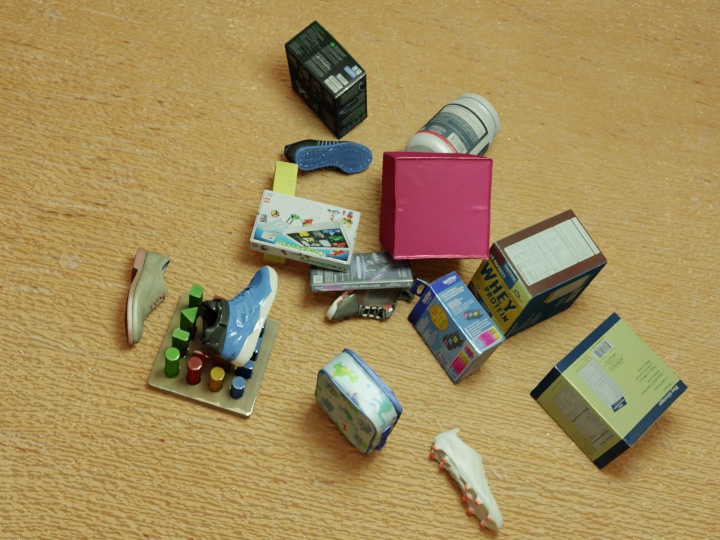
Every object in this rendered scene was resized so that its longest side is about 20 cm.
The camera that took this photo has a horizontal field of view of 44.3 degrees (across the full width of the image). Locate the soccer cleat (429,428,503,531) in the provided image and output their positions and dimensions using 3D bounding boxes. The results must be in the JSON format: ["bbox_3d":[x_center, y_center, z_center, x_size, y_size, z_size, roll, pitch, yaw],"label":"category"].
[{"bbox_3d":[0.207,0.379,1.622,0.077,0.070,0.201,-25,67,-28],"label":"soccer cleat"}]

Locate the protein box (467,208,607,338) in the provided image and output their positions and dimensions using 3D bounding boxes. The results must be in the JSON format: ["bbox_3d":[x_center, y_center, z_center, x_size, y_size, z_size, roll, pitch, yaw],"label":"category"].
[{"bbox_3d":[0.349,0.013,1.783,0.198,0.199,0.136,-22,67,-23],"label":"protein box"}]

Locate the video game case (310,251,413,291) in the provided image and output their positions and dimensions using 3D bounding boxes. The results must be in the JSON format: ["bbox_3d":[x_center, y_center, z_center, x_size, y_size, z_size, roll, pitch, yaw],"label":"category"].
[{"bbox_3d":[0.000,0.000,1.746,0.197,0.019,0.143,-2,24,-2],"label":"video game case"}]

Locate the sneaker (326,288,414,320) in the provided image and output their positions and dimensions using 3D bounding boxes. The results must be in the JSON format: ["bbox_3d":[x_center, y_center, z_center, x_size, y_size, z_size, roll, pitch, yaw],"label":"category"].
[{"bbox_3d":[0.027,0.062,1.754,0.198,0.077,0.083,-25,75,-24],"label":"sneaker"}]

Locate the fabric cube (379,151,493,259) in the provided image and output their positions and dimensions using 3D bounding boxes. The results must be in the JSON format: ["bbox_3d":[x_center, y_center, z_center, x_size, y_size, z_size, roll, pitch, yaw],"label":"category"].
[{"bbox_3d":[0.147,-0.132,1.765,0.193,0.199,0.203,1,100,-7],"label":"fabric cube"}]

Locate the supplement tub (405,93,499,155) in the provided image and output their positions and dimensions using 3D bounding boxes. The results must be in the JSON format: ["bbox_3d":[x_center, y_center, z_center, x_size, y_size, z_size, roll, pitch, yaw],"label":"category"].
[{"bbox_3d":[0.204,-0.285,1.951,0.140,0.141,0.200,39,60,10],"label":"supplement tub"}]

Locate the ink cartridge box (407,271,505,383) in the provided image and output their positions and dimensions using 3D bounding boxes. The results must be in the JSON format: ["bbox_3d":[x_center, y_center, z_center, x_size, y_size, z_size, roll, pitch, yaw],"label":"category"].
[{"bbox_3d":[0.175,0.099,1.729,0.076,0.137,0.201,-24,69,-29],"label":"ink cartridge box"}]

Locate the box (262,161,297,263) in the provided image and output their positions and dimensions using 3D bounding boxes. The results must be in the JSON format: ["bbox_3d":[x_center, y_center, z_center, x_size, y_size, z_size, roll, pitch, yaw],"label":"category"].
[{"bbox_3d":[-0.163,-0.120,1.810,0.049,0.076,0.203,9,60,-7],"label":"box"}]

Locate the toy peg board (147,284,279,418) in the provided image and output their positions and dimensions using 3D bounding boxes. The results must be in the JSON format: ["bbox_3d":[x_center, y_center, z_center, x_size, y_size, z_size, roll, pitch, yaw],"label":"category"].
[{"bbox_3d":[-0.265,0.137,1.627,0.196,0.098,0.202,18,59,-3],"label":"toy peg board"}]

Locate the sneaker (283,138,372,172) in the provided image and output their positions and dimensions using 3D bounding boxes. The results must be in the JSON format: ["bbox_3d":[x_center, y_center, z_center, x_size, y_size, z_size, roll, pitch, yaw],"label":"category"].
[{"bbox_3d":[-0.071,-0.254,1.912,0.198,0.071,0.078,-2,23,-33],"label":"sneaker"}]

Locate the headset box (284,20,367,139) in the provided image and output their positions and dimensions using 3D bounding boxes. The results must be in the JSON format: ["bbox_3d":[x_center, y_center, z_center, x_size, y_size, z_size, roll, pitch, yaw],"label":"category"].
[{"bbox_3d":[-0.071,-0.408,1.927,0.092,0.200,0.174,-39,74,-12],"label":"headset box"}]

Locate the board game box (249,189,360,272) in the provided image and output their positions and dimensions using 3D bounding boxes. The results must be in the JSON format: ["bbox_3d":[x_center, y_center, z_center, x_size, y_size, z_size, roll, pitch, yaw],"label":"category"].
[{"bbox_3d":[-0.107,-0.079,1.734,0.197,0.035,0.128,14,58,-2],"label":"board game box"}]

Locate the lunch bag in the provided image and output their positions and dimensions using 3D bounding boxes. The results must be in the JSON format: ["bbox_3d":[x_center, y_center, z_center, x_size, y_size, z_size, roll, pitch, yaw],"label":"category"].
[{"bbox_3d":[-0.004,0.237,1.573,0.082,0.201,0.161,-37,73,-21],"label":"lunch bag"}]

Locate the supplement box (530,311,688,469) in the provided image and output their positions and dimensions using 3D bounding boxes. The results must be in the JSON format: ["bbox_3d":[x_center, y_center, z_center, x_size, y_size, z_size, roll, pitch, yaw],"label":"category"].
[{"bbox_3d":[0.483,0.234,1.727,0.199,0.135,0.200,-34,73,-27],"label":"supplement box"}]

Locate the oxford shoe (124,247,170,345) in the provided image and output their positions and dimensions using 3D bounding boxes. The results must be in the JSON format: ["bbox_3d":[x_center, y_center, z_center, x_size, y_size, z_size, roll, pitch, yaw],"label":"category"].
[{"bbox_3d":[-0.400,0.049,1.663,0.074,0.071,0.203,10,60,-14],"label":"oxford shoe"}]

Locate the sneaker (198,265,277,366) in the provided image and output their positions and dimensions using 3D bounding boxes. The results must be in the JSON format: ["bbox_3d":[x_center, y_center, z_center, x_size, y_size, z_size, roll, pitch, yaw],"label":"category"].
[{"bbox_3d":[-0.226,0.061,1.596,0.110,0.076,0.202,31,61,-24],"label":"sneaker"}]
